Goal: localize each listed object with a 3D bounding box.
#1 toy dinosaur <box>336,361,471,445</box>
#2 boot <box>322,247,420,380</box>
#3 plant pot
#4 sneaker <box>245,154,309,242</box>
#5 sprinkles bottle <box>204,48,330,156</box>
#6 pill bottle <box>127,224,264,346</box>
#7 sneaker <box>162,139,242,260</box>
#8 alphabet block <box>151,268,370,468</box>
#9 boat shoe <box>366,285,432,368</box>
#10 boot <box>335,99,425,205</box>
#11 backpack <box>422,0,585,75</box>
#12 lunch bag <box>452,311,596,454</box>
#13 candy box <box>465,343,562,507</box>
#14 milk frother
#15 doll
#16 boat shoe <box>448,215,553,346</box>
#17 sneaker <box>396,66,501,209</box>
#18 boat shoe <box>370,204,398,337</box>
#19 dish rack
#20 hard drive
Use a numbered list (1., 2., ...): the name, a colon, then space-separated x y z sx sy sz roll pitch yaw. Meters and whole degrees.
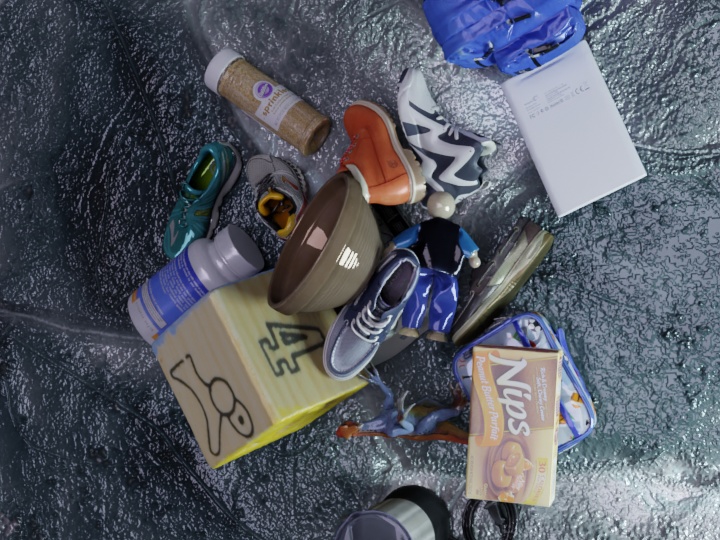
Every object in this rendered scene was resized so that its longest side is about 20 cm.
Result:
1. toy dinosaur: 0.062 0.212 1.629 0.180 0.105 0.202 -27 104 -7
2. boot: 0.012 0.060 1.583 0.072 0.090 0.202 29 94 -3
3. plant pot: -0.035 -0.019 1.585 0.092 0.201 0.202 30 102 -16
4. sneaker: -0.117 -0.108 1.745 0.078 0.082 0.200 -51 48 14
5. sprinkles bottle: -0.138 -0.249 1.780 0.199 0.068 0.069 36 102 16
6. pill bottle: -0.242 0.024 1.798 0.199 0.112 0.113 -37 79 17
7. sneaker: -0.253 -0.107 1.817 0.077 0.079 0.202 28 101 17
8. alphabet block: -0.141 0.130 1.688 0.195 0.195 0.202 -37 78 46
9. boat shoe: 0.040 0.071 1.722 0.199 0.072 0.069 -39 57 22
10. boot: 0.004 -0.165 1.681 0.106 0.076 0.201 -14 48 -18
11. backpack: 0.191 -0.345 1.608 0.198 0.162 0.170 -23 84 17
12. lunch bag: 0.227 0.158 1.649 0.159 0.075 0.202 -31 82 16
13. candy box: 0.203 0.202 1.589 0.114 0.055 0.204 3 90 15
14. milk frother: 0.095 0.361 1.638 0.181 0.188 0.200 46 104 13
15. doll: 0.095 -0.009 1.644 0.134 0.048 0.203 10 89 5
16. boat shoe: 0.184 0.013 1.668 0.066 0.072 0.201 43 99 20
17. sneaker: 0.129 -0.193 1.677 0.128 0.079 0.202 -11 87 18
18. boat shoe: -0.001 0.000 1.682 0.071 0.070 0.204 -18 80 28
19. dish rack: -0.010 -0.025 1.743 0.199 0.054 0.154 -38 77 17
20. hard drive: 0.290 -0.193 1.646 0.131 0.025 0.202 -25 82 18
